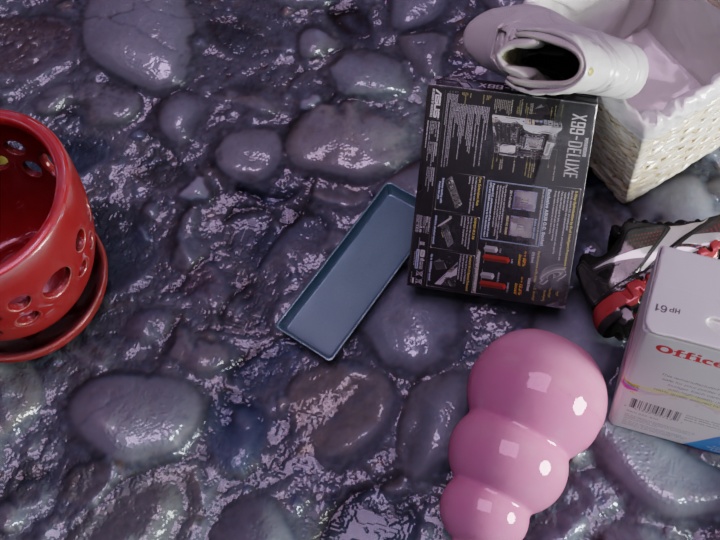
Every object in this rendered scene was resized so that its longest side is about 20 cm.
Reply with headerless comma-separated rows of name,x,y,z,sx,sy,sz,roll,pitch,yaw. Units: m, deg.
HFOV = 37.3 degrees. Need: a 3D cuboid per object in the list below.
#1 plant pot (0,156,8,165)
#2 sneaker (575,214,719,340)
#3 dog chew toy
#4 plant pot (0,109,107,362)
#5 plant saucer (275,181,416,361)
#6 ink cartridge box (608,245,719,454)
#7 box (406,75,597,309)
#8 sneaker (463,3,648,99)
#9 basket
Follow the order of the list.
plant pot,-0.491,-0.124,1.082,0.195,0.200,0.194,34,69,20
sneaker,0.294,-0.018,1.027,0.199,0.071,0.098,-28,65,-8
dog chew toy,0.133,0.154,0.927,0.124,0.125,0.201,22,74,16
plant pot,-0.348,-0.026,1.025,0.199,0.183,0.202,-2,62,4
plant saucer,0.000,0.000,1.075,0.070,0.019,0.200,30,69,19
ink cartridge box,0.300,0.077,0.902,0.143,0.200,0.085,15,64,12
box,0.132,-0.074,1.013,0.156,0.202,0.050,8,19,10
sneaker,0.148,-0.204,0.968,0.115,0.074,0.199,-6,22,-44
basket,0.289,-0.207,1.078,0.199,0.161,0.199,-31,64,-12
